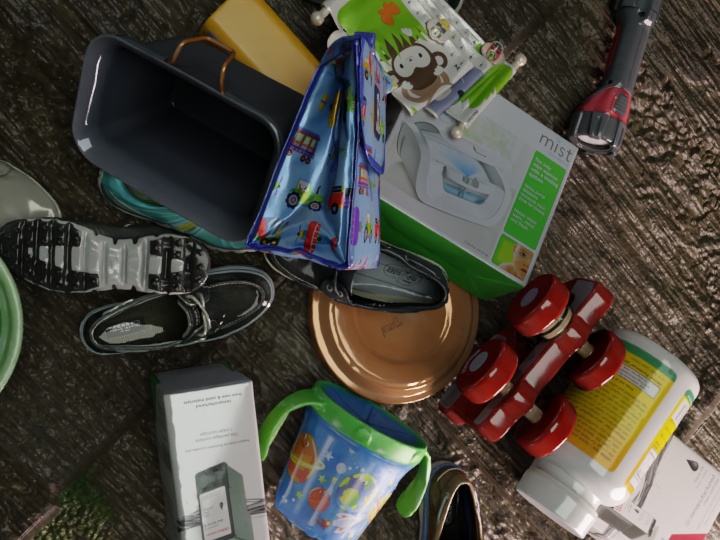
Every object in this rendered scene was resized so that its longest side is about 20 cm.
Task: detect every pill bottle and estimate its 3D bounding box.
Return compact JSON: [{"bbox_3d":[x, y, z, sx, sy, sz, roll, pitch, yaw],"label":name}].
[{"bbox_3d":[0.253,0.171,0.928,0.113,0.113,0.201,39,81,-15],"label":"pill bottle"}]

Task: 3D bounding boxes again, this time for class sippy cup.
[{"bbox_3d":[-0.019,0.203,0.914,0.177,0.140,0.131,29,93,8],"label":"sippy cup"}]

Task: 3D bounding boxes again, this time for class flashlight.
[{"bbox_3d":[0.298,-0.237,1.041,0.067,0.068,0.202,15,81,16],"label":"flashlight"}]

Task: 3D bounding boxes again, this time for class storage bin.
[{"bbox_3d":[-0.137,-0.146,0.817,0.199,0.134,0.147,28,122,9],"label":"storage bin"}]

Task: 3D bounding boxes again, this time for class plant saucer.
[{"bbox_3d":[0.040,0.043,0.964,0.198,0.032,0.203,2,85,-19],"label":"plant saucer"}]

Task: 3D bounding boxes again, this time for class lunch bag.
[{"bbox_3d":[-0.019,-0.108,0.777,0.093,0.150,0.203,12,93,10],"label":"lunch bag"}]

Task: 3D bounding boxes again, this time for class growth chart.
[{"bbox_3d":[0.058,-0.224,0.886,0.199,0.018,0.145,39,71,-9],"label":"growth chart"}]

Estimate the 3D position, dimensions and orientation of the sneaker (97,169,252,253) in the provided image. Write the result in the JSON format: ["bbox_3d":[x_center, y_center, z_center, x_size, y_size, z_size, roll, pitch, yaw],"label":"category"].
[{"bbox_3d":[-0.160,-0.065,0.881,0.198,0.080,0.079,12,87,-19],"label":"sneaker"}]

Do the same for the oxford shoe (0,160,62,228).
[{"bbox_3d":[-0.370,-0.086,0.823,0.199,0.058,0.076,35,77,-18],"label":"oxford shoe"}]

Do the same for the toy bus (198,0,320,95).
[{"bbox_3d":[-0.072,-0.189,0.908,0.065,0.078,0.200,-46,104,-12],"label":"toy bus"}]

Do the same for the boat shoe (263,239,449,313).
[{"bbox_3d":[0.000,0.002,0.892,0.197,0.066,0.075,20,102,-12],"label":"boat shoe"}]

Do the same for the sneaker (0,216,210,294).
[{"bbox_3d":[-0.242,-0.015,0.854,0.197,0.091,0.067,5,97,-8],"label":"sneaker"}]

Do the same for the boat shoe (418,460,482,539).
[{"bbox_3d":[0.101,0.317,0.978,0.071,0.072,0.203,-8,93,-18],"label":"boat shoe"}]

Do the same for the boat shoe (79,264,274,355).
[{"bbox_3d":[-0.174,0.047,0.880,0.198,0.071,0.073,-18,101,-19],"label":"boat shoe"}]

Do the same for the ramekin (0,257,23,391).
[{"bbox_3d":[-0.403,0.046,0.793,0.198,0.098,0.203,0,91,-18],"label":"ramekin"}]

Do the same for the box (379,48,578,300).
[{"bbox_3d":[0.103,-0.097,0.942,0.199,0.097,0.178,31,71,-13],"label":"box"}]

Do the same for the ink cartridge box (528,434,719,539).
[{"bbox_3d":[0.314,0.249,1.042,0.199,0.083,0.148,36,80,-16],"label":"ink cartridge box"}]

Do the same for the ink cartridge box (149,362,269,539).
[{"bbox_3d":[-0.146,0.201,0.857,0.083,0.146,0.203,-7,94,-19],"label":"ink cartridge box"}]

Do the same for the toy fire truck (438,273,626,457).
[{"bbox_3d":[0.170,0.088,0.933,0.112,0.168,0.201,41,85,-13],"label":"toy fire truck"}]

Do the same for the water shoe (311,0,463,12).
[{"bbox_3d":[0.026,-0.301,0.938,0.198,0.079,0.072,2,91,-18],"label":"water shoe"}]
